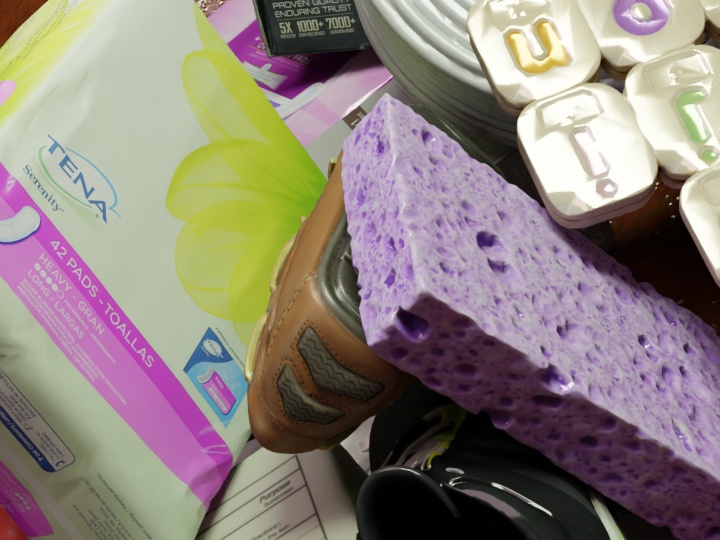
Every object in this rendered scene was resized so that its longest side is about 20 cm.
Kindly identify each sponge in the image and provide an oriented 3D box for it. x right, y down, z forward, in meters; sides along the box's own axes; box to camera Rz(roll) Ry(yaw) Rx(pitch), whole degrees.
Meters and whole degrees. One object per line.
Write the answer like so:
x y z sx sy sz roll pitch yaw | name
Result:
0.080 0.030 0.607 0.030 0.200 0.112 -46 27 24 | sponge

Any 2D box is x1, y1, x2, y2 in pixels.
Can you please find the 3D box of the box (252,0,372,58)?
0.062 -0.178 0.896 0.200 0.086 0.164 -1 28 22 | box

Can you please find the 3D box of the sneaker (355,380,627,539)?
0.035 0.072 0.577 0.072 0.083 0.200 -51 28 7 | sneaker

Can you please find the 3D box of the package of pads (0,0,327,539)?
-0.092 -0.008 0.671 0.068 0.155 0.200 -21 26 34 | package of pads

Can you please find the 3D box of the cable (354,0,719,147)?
0.090 -0.147 0.739 0.200 0.069 0.200 26 84 9 | cable

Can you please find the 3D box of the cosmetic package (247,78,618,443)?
0.000 0.000 0.818 0.200 0.090 0.107 -37 37 -4 | cosmetic package

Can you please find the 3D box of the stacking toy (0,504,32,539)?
-0.145 0.102 0.733 0.085 0.085 0.200 -41 5 -5 | stacking toy

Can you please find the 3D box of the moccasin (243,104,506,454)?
0.006 0.001 0.665 0.078 0.074 0.201 -46 13 30 | moccasin

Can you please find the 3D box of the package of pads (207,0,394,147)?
-0.037 -0.078 0.953 0.121 0.076 0.200 -45 35 -14 | package of pads

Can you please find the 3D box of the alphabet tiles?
0.144 -0.086 0.651 0.200 0.015 0.196 -19 60 -6 | alphabet tiles

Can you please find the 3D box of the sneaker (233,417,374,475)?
0.013 0.063 0.732 0.200 0.075 0.088 -49 20 0 | sneaker

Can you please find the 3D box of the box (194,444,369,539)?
-0.017 0.169 0.607 0.128 0.109 0.200 -34 33 6 | box

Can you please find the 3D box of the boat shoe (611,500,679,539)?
0.075 0.103 0.655 0.200 0.069 0.057 -90 25 -44 | boat shoe
